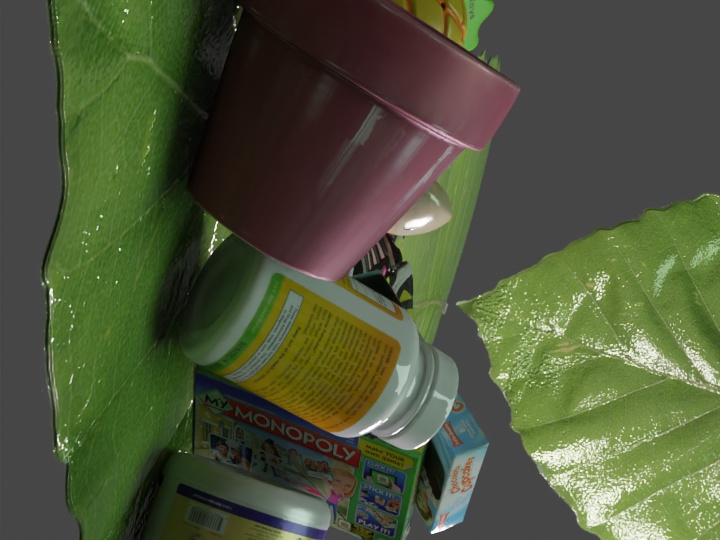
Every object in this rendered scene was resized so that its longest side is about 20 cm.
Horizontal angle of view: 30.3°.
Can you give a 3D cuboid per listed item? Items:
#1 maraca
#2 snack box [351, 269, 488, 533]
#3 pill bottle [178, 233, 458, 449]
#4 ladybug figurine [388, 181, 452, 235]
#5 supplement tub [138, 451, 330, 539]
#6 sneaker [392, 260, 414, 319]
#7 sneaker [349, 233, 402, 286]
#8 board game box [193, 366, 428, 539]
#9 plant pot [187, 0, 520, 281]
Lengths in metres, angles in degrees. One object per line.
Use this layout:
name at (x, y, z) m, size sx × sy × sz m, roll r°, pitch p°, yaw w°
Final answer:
maraca at (0.049, -0.221, 1.196) m, size 0.199 × 0.107 × 0.138 m, roll -34°, pitch 139°, yaw -29°
snack box at (0.038, 0.111, 1.146) m, size 0.037 × 0.200 × 0.117 m, roll -16°, pitch 142°, yaw -22°
pill bottle at (-0.026, 0.058, 1.005) m, size 0.111 × 0.199 × 0.112 m, roll -42°, pitch -150°, yaw 32°
ladybug figurine at (0.023, -0.092, 1.315) m, size 0.072 × 0.136 × 0.200 m, roll -42°, pitch -158°, yaw 4°
supplement tub at (-0.118, 0.261, 1.069) m, size 0.145 × 0.144 × 0.201 m, roll 56°, pitch 52°, yaw -78°
sneaker at (0.024, 0.051, 1.432) m, size 0.200 × 0.074 × 0.085 m, roll -60°, pitch 132°, yaw -71°
sneaker at (0.000, 0.000, 1.317) m, size 0.074 × 0.087 × 0.200 m, roll -49°, pitch -161°, yaw 26°
board game box at (-0.046, 0.154, 1.126) m, size 0.135 × 0.199 × 0.029 m, roll 98°, pitch 17°, yaw -45°
plant pot at (-0.020, -0.102, 0.905) m, size 0.180 × 0.199 × 0.200 m, roll -58°, pitch 174°, yaw 12°
